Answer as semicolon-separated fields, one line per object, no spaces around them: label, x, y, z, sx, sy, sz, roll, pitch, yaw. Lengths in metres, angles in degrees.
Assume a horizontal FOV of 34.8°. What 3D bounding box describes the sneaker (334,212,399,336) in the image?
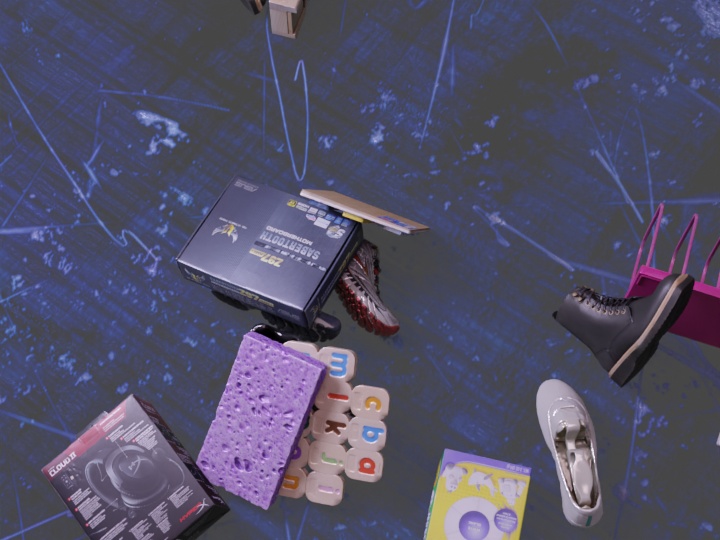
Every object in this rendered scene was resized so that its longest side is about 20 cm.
sneaker;0.000;0.000;1.558;0.082;0.078;0.200;-27;69;-13

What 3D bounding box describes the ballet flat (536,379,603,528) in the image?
ballet flat;0.273;0.225;1.464;0.069;0.069;0.200;-7;66;-3

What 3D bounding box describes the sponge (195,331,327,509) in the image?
sponge;-0.127;0.188;1.442;0.111;0.030;0.200;24;102;13

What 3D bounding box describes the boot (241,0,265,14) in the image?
boot;-0.148;-0.500;1.768;0.138;0.077;0.200;-23;67;-4

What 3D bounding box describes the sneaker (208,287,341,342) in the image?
sneaker;-0.107;0.023;1.549;0.200;0.078;0.086;27;65;11

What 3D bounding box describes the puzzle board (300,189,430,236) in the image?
puzzle board;0.010;-0.075;1.539;0.150;0.200;0.017;21;97;9

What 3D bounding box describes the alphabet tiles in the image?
alphabet tiles;-0.060;0.192;1.445;0.195;0.015;0.200;7;97;16

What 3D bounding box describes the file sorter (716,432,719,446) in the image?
file sorter;0.575;0.187;1.432;0.200;0.125;0.139;19;85;8

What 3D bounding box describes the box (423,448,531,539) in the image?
box;0.138;0.333;1.426;0.117;0.048;0.200;11;68;5

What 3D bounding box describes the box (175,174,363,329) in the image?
box;-0.118;-0.028;1.516;0.200;0.051;0.158;21;62;20

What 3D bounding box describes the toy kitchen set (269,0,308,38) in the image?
toy kitchen set;-0.029;-0.464;1.721;0.180;0.163;0.200;15;67;6

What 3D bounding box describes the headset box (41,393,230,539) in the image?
headset box;-0.284;0.265;1.425;0.149;0.077;0.200;-41;70;-4

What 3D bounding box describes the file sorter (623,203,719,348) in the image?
file sorter;0.466;0.011;1.522;0.200;0.139;0.126;18;65;8

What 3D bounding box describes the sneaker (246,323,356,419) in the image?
sneaker;-0.076;0.135;1.488;0.200;0.091;0.066;36;69;15

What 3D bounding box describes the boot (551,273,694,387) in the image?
boot;0.329;0.046;1.476;0.138;0.200;0.077;43;46;20
